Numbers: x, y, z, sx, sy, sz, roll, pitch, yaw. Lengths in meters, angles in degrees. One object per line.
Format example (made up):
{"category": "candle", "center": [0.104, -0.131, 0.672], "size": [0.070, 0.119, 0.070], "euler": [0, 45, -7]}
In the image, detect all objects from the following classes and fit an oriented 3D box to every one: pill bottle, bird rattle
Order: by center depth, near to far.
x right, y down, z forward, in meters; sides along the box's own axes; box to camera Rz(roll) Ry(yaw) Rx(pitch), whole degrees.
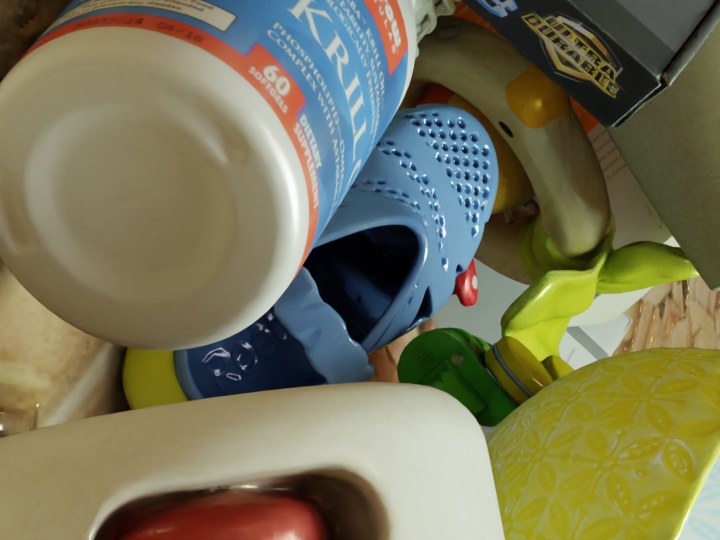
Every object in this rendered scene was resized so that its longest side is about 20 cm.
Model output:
{"category": "pill bottle", "center": [-0.044, -0.067, 1.010], "size": [0.200, 0.112, 0.112], "euler": [-61, 152, -56]}
{"category": "bird rattle", "center": [0.061, -0.042, 1.295], "size": [0.113, 0.200, 0.163], "euler": [-29, 127, -17]}

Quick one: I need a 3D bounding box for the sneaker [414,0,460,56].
{"category": "sneaker", "center": [0.001, -0.110, 1.227], "size": [0.075, 0.081, 0.200], "euler": [64, 36, -66]}

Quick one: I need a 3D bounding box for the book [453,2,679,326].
{"category": "book", "center": [0.102, -0.094, 1.359], "size": [0.048, 0.134, 0.200], "euler": [-4, 65, -37]}

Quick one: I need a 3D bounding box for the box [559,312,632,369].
{"category": "box", "center": [0.043, 0.097, 1.368], "size": [0.156, 0.041, 0.200], "euler": [-48, -178, 27]}

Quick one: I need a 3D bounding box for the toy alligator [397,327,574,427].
{"category": "toy alligator", "center": [0.061, 0.056, 1.194], "size": [0.054, 0.059, 0.200], "euler": [56, 16, 28]}

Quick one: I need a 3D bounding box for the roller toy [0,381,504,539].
{"category": "roller toy", "center": [-0.045, 0.116, 0.895], "size": [0.200, 0.182, 0.140], "euler": [4, 73, -54]}

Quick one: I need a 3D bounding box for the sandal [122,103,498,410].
{"category": "sandal", "center": [0.000, 0.000, 1.131], "size": [0.080, 0.087, 0.200], "euler": [50, 48, -11]}

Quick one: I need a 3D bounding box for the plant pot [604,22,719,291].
{"category": "plant pot", "center": [0.161, -0.100, 1.203], "size": [0.187, 0.187, 0.200], "euler": [3, 71, -75]}

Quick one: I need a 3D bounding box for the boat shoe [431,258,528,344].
{"category": "boat shoe", "center": [0.069, -0.055, 1.523], "size": [0.057, 0.068, 0.200], "euler": [-38, 129, -70]}

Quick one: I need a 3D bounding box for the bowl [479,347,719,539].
{"category": "bowl", "center": [0.070, 0.109, 1.085], "size": [0.200, 0.108, 0.200], "euler": [90, 26, -49]}

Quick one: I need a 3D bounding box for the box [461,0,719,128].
{"category": "box", "center": [0.074, -0.184, 1.053], "size": [0.199, 0.200, 0.050], "euler": [-51, -176, -28]}
